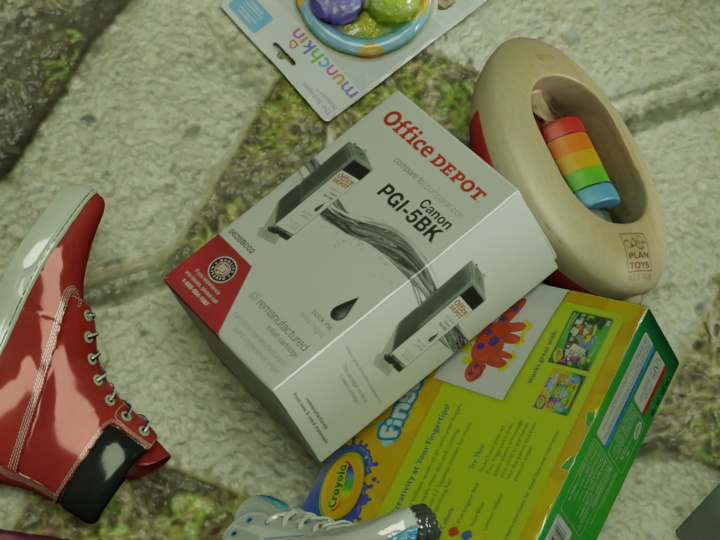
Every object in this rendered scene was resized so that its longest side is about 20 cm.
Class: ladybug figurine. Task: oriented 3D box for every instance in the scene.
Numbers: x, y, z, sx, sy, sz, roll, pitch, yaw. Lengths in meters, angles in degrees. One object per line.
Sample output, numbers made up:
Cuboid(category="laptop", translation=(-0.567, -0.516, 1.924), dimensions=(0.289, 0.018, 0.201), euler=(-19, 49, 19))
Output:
Cuboid(category="ladybug figurine", translation=(0.132, -0.058, 1.662), dimensions=(0.136, 0.072, 0.200), euler=(-2, 63, -45))

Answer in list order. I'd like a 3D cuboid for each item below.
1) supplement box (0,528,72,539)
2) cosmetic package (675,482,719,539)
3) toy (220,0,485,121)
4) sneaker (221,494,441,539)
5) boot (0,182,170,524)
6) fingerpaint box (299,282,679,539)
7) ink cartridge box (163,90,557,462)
Cuboid(category="supplement box", translation=(-0.243, 0.226, 1.497), dimensions=(0.200, 0.103, 0.131), euler=(9, 67, -5))
Cuboid(category="cosmetic package", translation=(0.327, 0.126, 1.561), dimensions=(0.200, 0.199, 0.123), euler=(-36, 78, -19))
Cuboid(category="toy", translation=(0.016, -0.208, 1.731), dimensions=(0.200, 0.047, 0.115), euler=(-38, 76, -20))
Cuboid(category="sneaker", translation=(-0.039, 0.169, 1.508), dimensions=(0.075, 0.200, 0.087), euler=(7, 60, -50))
Cuboid(category="boot", translation=(-0.171, 0.054, 1.594), dimensions=(0.144, 0.072, 0.200), euler=(22, 76, 1))
Cuboid(category="fingerpaint box", translation=(0.081, 0.107, 1.565), dimensions=(0.167, 0.073, 0.200), euler=(12, 62, 34))
Cuboid(category="ink cartridge box", translation=(0.000, 0.000, 1.579), dimensions=(0.200, 0.083, 0.147), euler=(-40, 46, -9))
